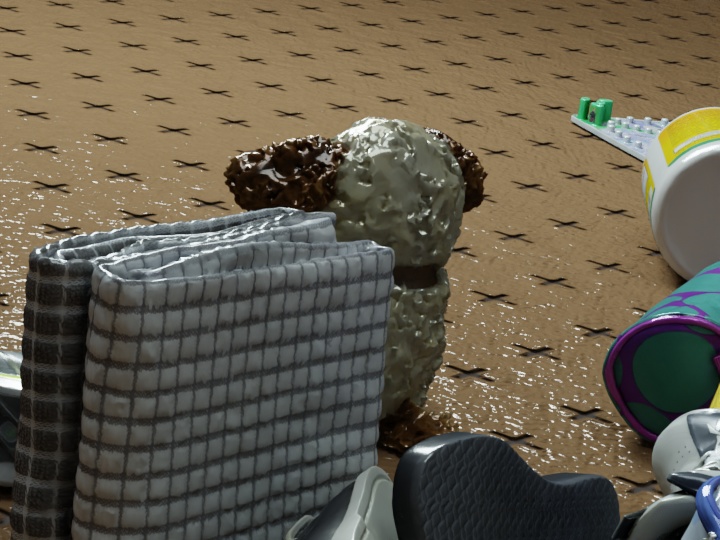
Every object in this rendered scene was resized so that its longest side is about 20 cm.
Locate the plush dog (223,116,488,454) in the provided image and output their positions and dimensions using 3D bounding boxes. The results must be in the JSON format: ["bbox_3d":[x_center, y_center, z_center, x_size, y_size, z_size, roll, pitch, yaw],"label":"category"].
[{"bbox_3d":[0.000,0.000,1.362,0.160,0.173,0.199,22,19,40],"label":"plush dog"}]

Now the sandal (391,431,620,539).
[{"bbox_3d":[0.061,0.119,1.125,0.043,0.077,0.200,1,-11,29],"label":"sandal"}]

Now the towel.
[{"bbox_3d":[-0.073,0.061,1.115,0.085,0.167,0.199,12,14,34],"label":"towel"}]

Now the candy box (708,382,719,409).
[{"bbox_3d":[0.277,0.108,1.311,0.199,0.026,0.103,15,59,21],"label":"candy box"}]

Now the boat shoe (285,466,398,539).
[{"bbox_3d":[-0.006,0.137,1.070,0.060,0.074,0.200,-27,4,8],"label":"boat shoe"}]

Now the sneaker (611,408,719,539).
[{"bbox_3d":[0.165,0.118,1.206,0.129,0.080,0.199,11,23,-27],"label":"sneaker"}]

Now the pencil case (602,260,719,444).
[{"bbox_3d":[0.215,0.047,1.492,0.092,0.086,0.200,-2,10,22],"label":"pencil case"}]

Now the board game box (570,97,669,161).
[{"bbox_3d":[0.326,-0.121,2.303,0.199,0.026,0.200,3,16,-23],"label":"board game box"}]

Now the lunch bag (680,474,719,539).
[{"bbox_3d":[0.231,0.147,1.065,0.199,0.076,0.161,1,38,-28],"label":"lunch bag"}]

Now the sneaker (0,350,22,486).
[{"bbox_3d":[-0.187,0.070,1.217,0.199,0.074,0.081,13,7,-15],"label":"sneaker"}]

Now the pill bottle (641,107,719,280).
[{"bbox_3d":[0.271,-0.061,1.877,0.112,0.114,0.200,9,14,0],"label":"pill bottle"}]
